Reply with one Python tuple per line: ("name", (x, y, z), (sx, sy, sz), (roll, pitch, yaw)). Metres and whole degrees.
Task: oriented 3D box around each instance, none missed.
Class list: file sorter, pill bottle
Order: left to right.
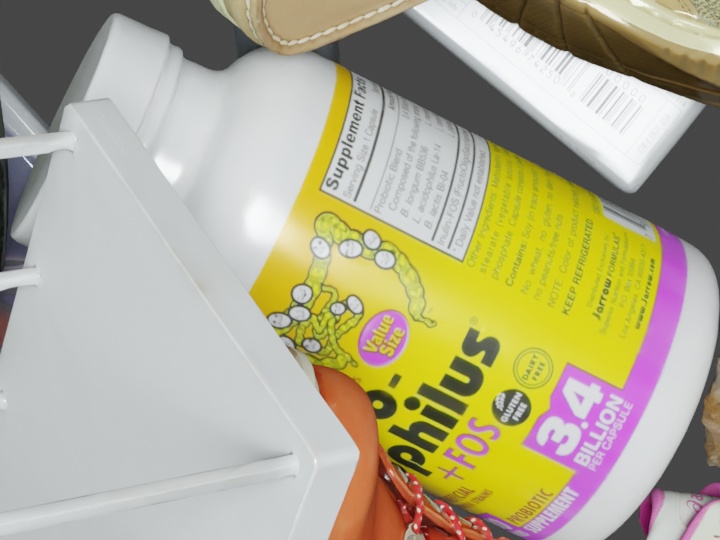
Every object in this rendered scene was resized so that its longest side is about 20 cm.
("file sorter", (-0.109, 0.082, 0.668), (0.124, 0.139, 0.201), (-8, 134, -34))
("pill bottle", (0.000, 0.000, 0.777), (0.199, 0.104, 0.105), (26, 94, -11))

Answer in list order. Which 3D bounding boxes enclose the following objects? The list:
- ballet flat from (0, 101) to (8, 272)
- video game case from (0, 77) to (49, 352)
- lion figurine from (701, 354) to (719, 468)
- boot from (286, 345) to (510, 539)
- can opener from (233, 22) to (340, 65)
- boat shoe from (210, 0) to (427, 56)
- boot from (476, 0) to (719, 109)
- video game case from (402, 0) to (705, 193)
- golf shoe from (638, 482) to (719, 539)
("ballet flat", (-0.139, -0.002, 0.774), (0.056, 0.066, 0.202), (0, 97, -28))
("video game case", (-0.149, 0.036, 0.831), (0.182, 0.023, 0.200), (-43, 91, 3))
("lion figurine", (0.190, 0.010, 0.780), (0.199, 0.122, 0.073), (-27, 93, 2))
("boot", (0.005, 0.080, 0.743), (0.106, 0.200, 0.076), (7, 65, 0))
("can opener", (-0.041, -0.127, 0.751), (0.066, 0.201, 0.054), (3, 53, 5))
("boat shoe", (0.050, -0.116, 0.716), (0.199, 0.074, 0.067), (-33, 58, 3))
("boot", (0.125, -0.129, 0.778), (0.199, 0.073, 0.156), (20, 87, 12))
("video game case", (0.065, -0.157, 0.824), (0.200, 0.023, 0.183), (39, 93, 0))
("golf shoe", (0.139, 0.098, 0.813), (0.199, 0.075, 0.092), (-25, 89, 1))
